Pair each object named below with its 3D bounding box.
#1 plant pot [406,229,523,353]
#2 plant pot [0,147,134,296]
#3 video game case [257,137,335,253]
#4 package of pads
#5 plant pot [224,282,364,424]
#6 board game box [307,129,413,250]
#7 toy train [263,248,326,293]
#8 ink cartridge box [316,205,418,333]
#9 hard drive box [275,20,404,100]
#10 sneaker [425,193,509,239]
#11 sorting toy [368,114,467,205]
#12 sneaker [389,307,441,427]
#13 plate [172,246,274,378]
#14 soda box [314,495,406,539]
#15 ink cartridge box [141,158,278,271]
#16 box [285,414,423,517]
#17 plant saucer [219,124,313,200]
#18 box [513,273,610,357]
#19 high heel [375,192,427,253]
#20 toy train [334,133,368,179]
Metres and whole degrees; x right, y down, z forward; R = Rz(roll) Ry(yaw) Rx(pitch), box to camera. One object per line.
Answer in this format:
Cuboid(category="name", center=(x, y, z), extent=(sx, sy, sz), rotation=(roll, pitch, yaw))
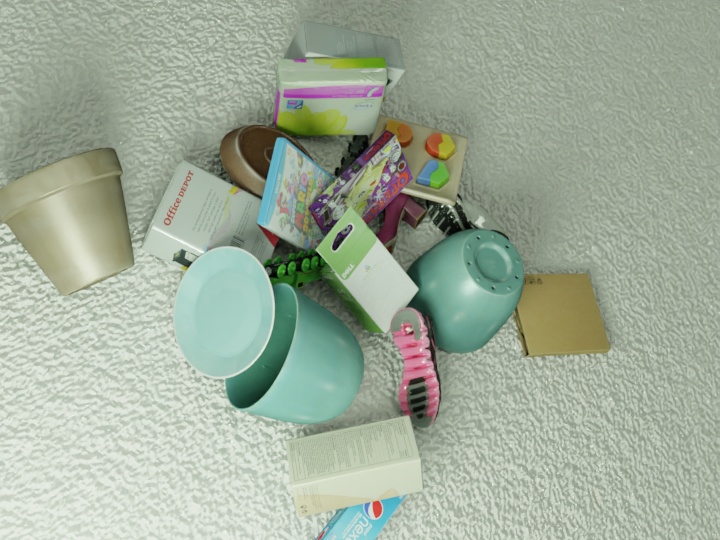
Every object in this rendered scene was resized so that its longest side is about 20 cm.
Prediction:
Cuboid(category="plant pot", center=(0.197, 0.022, 1.701), extent=(0.197, 0.161, 0.204), rotation=(11, 60, -20))
Cuboid(category="plant pot", center=(-0.424, -0.065, 1.431), extent=(0.198, 0.199, 0.176), rotation=(-26, 94, -34))
Cuboid(category="video game case", center=(-0.103, -0.118, 1.604), extent=(0.018, 0.200, 0.146), rotation=(8, 79, 26))
Cuboid(category="package of pads", center=(-0.057, -0.310, 1.732), extent=(0.196, 0.155, 0.069), rotation=(-3, 61, -11))
Cuboid(category="plant pot", center=(-0.090, 0.143, 1.483), extent=(0.159, 0.199, 0.204), rotation=(25, 55, -30))
Cuboid(category="board game box", center=(0.003, -0.136, 1.675), extent=(0.032, 0.121, 0.200), rotation=(36, 75, 33))
Cuboid(category="toy train", center=(-0.101, 0.001, 1.590), extent=(0.041, 0.057, 0.199), rotation=(19, 17, 26))
Cuboid(category="ink cartridge box", center=(0.000, 0.000, 1.622), extent=(0.104, 0.059, 0.201), rotation=(-50, 115, -22))
Cuboid(category="hard drive box", center=(-0.040, -0.371, 1.787), extent=(0.196, 0.156, 0.078), rotation=(4, 62, -24))
Cuboid(category="sneaker", center=(0.205, -0.094, 1.834), extent=(0.200, 0.074, 0.080), rotation=(45, 38, -4))
Cuboid(category="sorting toy", center=(0.105, -0.216, 1.809), extent=(0.182, 0.037, 0.202), rotation=(15, 49, 1))
Cuboid(category="sneaker", center=(0.107, 0.163, 1.634), extent=(0.095, 0.078, 0.204), rotation=(-2, 86, -67))
Cuboid(category="plate", center=(-0.207, 0.065, 1.479), extent=(0.025, 0.198, 0.203), rotation=(13, 53, -60))
Cuboid(category="soda box", center=(-0.013, 0.396, 1.464), extent=(0.064, 0.068, 0.200), rotation=(44, 54, 1))
Cuboid(category="ink cartridge box", center=(-0.239, -0.067, 1.575), extent=(0.198, 0.083, 0.148), rotation=(27, 57, -13))
Cuboid(category="box", center=(-0.009, 0.295, 1.449), extent=(0.196, 0.079, 0.096), rotation=(-10, 40, -3))
Cuboid(category="plant saucer", center=(-0.150, -0.187, 1.676), extent=(0.198, 0.035, 0.202), rotation=(24, 38, -20))
Cuboid(category="box", center=(0.380, 0.084, 1.850), extent=(0.197, 0.021, 0.166), rotation=(0, 66, -27))
Cuboid(category="high heel", center=(0.032, -0.078, 1.742), extent=(0.096, 0.068, 0.200), rotation=(36, 51, 14))
Cuboid(category="toy train", center=(-0.026, -0.176, 1.764), extent=(0.034, 0.046, 0.202), rotation=(8, 51, 21))
